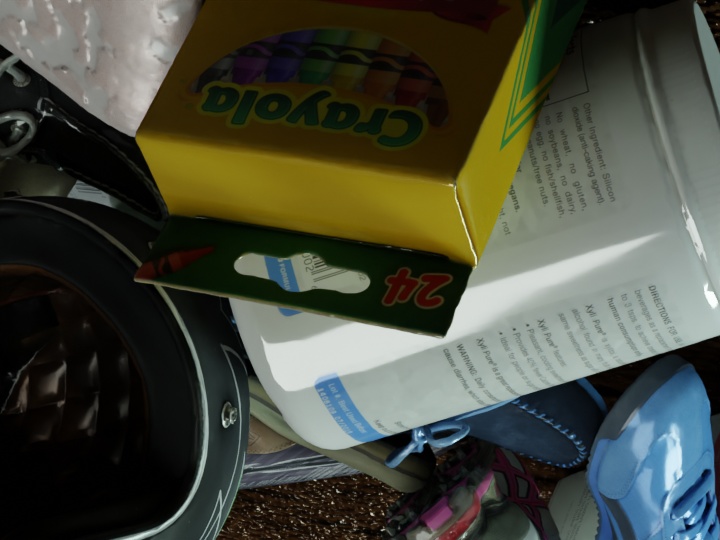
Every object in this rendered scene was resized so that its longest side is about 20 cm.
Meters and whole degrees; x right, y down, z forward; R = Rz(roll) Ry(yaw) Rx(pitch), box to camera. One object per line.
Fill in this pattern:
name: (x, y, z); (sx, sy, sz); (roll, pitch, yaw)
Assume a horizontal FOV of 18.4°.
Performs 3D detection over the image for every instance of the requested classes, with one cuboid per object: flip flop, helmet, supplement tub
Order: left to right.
helmet: (-0.140, 0.068, 0.903); (0.200, 0.191, 0.200); (32, 143, 28)
flip flop: (-0.056, 0.058, 1.037); (0.200, 0.081, 0.058); (30, 111, -21)
supplement tub: (0.055, -0.016, 0.877); (0.200, 0.132, 0.132); (-17, 137, 13)

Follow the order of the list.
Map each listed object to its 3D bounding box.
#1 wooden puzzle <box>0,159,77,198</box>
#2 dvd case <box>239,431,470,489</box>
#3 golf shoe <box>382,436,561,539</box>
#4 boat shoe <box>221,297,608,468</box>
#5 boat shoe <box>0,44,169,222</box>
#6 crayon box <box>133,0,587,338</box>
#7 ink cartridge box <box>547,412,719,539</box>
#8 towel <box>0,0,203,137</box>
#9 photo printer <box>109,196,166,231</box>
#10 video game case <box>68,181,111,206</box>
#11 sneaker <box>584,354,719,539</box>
wooden puzzle: (-0.245, -0.039, 0.993); (0.200, 0.185, 0.037); (32, -178, -1)
dvd case: (-0.038, 0.095, 1.164); (0.200, 0.016, 0.149); (-6, 168, -19)
golf shoe: (0.061, 0.136, 1.092); (0.092, 0.073, 0.200); (49, -173, -1)
boat shoe: (0.010, 0.049, 0.995); (0.200, 0.069, 0.084); (22, 148, 1)
boat shoe: (-0.143, -0.073, 0.925); (0.199, 0.068, 0.074); (41, 155, 12)
crayon box: (0.004, -0.076, 0.813); (0.127, 0.200, 0.051); (9, 146, 21)
ink cartridge box: (0.199, 0.153, 1.155); (0.146, 0.085, 0.200); (34, 146, -16)
towel: (-0.130, -0.169, 0.828); (0.191, 0.032, 0.200); (32, 135, 17)
photo printer: (0.000, 0.000, 1.063); (0.200, 0.070, 0.167); (2, 143, 30)
video game case: (-0.177, -0.042, 1.138); (0.181, 0.046, 0.200); (5, 145, 27)
sneaker: (0.147, 0.123, 1.020); (0.078, 0.066, 0.200); (38, 145, 33)
